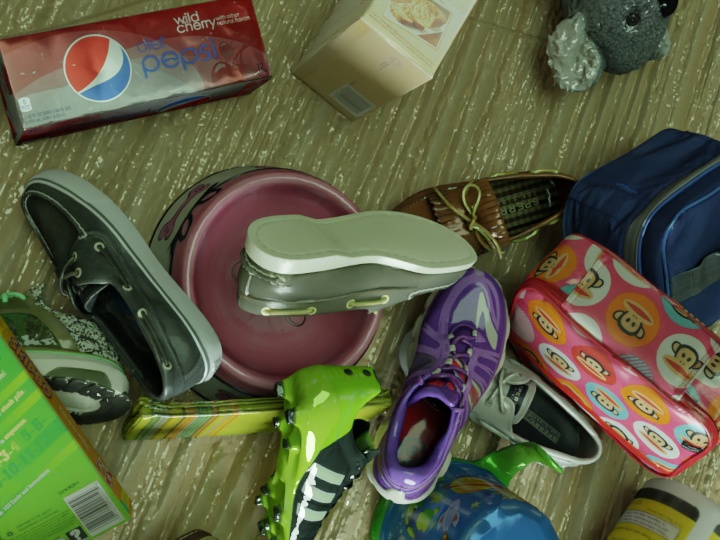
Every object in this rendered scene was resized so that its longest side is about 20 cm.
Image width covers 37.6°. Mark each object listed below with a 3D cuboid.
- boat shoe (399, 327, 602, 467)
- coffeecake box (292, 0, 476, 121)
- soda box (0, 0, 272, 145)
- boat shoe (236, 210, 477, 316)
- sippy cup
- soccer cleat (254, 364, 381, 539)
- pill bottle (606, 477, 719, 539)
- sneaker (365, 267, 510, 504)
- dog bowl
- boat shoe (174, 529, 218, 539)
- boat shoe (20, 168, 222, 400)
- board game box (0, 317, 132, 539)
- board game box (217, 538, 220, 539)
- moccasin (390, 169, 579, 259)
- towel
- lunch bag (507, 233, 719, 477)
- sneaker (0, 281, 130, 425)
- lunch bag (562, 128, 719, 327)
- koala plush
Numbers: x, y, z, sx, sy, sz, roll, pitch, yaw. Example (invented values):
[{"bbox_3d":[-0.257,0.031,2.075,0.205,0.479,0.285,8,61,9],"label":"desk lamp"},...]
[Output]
[{"bbox_3d":[0.126,0.105,0.907,0.198,0.065,0.074,29,75,-18],"label":"boat shoe"},{"bbox_3d":[0.045,-0.236,0.860,0.073,0.153,0.202,35,73,-16],"label":"coffeecake box"},{"bbox_3d":[-0.173,-0.155,0.809,0.198,0.063,0.071,-17,92,-24],"label":"soda box"},{"bbox_3d":[-0.001,-0.002,0.789,0.199,0.072,0.061,-1,126,-35],"label":"boat shoe"},{"bbox_3d":[0.091,0.224,0.842,0.138,0.130,0.181,8,84,-21],"label":"sippy cup"},{"bbox_3d":[-0.030,0.152,0.786,0.080,0.068,0.202,-4,130,-21],"label":"soccer cleat"},{"bbox_3d":[0.244,0.292,0.912,0.114,0.114,0.200,45,70,-12],"label":"pill bottle"},{"bbox_3d":[0.070,0.087,0.829,0.080,0.084,0.202,22,69,1],"label":"sneaker"},{"bbox_3d":[-0.068,0.011,0.832,0.197,0.074,0.204,3,83,-23],"label":"dog bowl"},{"bbox_3d":[-0.192,0.239,0.755,0.199,0.072,0.072,-35,59,-8],"label":"boat shoe"},{"bbox_3d":[-0.182,0.008,0.758,0.200,0.069,0.056,45,41,9],"label":"boat shoe"},{"bbox_3d":[-0.247,0.115,0.722,0.095,0.030,0.202,-27,118,1],"label":"board game box"},{"bbox_3d":[-0.087,0.313,0.812,0.095,0.030,0.201,-38,97,-21],"label":"board game box"},{"bbox_3d":[0.103,-0.043,0.900,0.199,0.078,0.075,-11,87,-26],"label":"moccasin"},{"bbox_3d":[-0.080,0.110,0.811,0.197,0.086,0.018,0,71,-23],"label":"towel"},{"bbox_3d":[0.213,0.076,0.882,0.200,0.177,0.082,41,72,15],"label":"lunch bag"},{"bbox_3d":[-0.258,0.046,0.765,0.198,0.077,0.089,20,46,-18],"label":"sneaker"},{"bbox_3d":[0.289,-0.032,0.925,0.199,0.132,0.137,-30,125,-27],"label":"lunch bag"},{"bbox_3d":[0.227,-0.272,0.956,0.176,0.183,0.203,-29,117,-34],"label":"koala plush"}]
